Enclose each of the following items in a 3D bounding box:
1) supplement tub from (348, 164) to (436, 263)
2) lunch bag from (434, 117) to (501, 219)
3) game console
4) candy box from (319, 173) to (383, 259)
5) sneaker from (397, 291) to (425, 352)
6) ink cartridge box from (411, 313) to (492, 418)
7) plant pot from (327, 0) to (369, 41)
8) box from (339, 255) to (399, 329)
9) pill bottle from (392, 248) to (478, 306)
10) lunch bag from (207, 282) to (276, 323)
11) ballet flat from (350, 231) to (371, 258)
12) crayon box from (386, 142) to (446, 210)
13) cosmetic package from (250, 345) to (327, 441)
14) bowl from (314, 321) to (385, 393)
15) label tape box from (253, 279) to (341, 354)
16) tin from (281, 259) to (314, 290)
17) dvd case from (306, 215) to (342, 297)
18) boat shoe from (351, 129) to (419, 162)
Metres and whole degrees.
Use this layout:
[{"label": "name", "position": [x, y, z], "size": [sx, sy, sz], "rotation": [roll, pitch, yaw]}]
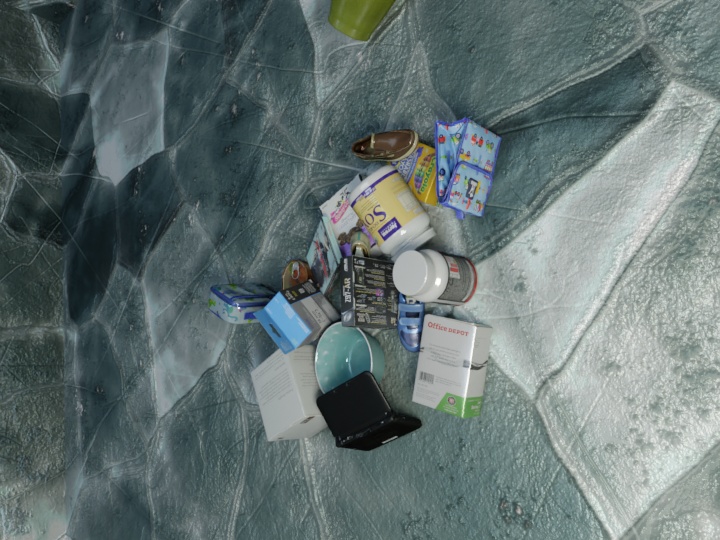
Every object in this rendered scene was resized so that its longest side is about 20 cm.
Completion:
[{"label": "supplement tub", "position": [0.077, -0.132, 1.516], "size": [0.145, 0.145, 0.202], "rotation": [-38, 85, 31]}, {"label": "lunch bag", "position": [0.230, -0.217, 1.416], "size": [0.093, 0.149, 0.205], "rotation": [6, 88, 42]}, {"label": "game console", "position": [0.020, 0.344, 1.530], "size": [0.199, 0.174, 0.119], "rotation": [-34, 51, 34]}, {"label": "candy box", "position": [-0.008, -0.122, 1.675], "size": [0.167, 0.071, 0.204], "rotation": [-35, 63, 34]}, {"label": "sneaker", "position": [0.121, 0.092, 1.509], "size": [0.072, 0.082, 0.206], "rotation": [-2, 83, 7]}, {"label": "ink cartridge box", "position": [0.206, 0.211, 1.423], "size": [0.144, 0.083, 0.205], "rotation": [10, 91, 42]}, {"label": "plant pot", "position": [0.003, -0.733, 1.687], "size": [0.202, 0.197, 0.195], "rotation": [55, 131, 32]}, {"label": "box", "position": [0.033, 0.057, 1.527], "size": [0.043, 0.198, 0.165], "rotation": [-10, 78, 40]}, {"label": "pill bottle", "position": [0.168, 0.015, 1.408], "size": [0.114, 0.198, 0.119], "rotation": [-7, 79, 40]}, {"label": "lunch bag", "position": [-0.333, 0.097, 1.859], "size": [0.159, 0.197, 0.084], "rotation": [28, 110, 42]}, {"label": "ballet flat", "position": [0.000, 0.000, 1.594], "size": [0.066, 0.063, 0.204], "rotation": [-4, 122, 8]}, {"label": "crayon box", "position": [0.149, -0.245, 1.562], "size": [0.199, 0.051, 0.128], "rotation": [32, 106, 40]}, {"label": "cosmetic package", "position": [-0.167, 0.327, 1.696], "size": [0.164, 0.163, 0.204], "rotation": [-37, 60, 33]}, {"label": "bowl", "position": [-0.013, 0.235, 1.608], "size": [0.198, 0.104, 0.206], "rotation": [-8, 78, 42]}, {"label": "label tape box", "position": [-0.163, 0.119, 1.674], "size": [0.145, 0.198, 0.064], "rotation": [48, 126, 15]}, {"label": "tin", "position": [-0.182, 0.072, 1.832], "size": [0.110, 0.041, 0.206], "rotation": [-4, 81, 38]}, {"label": "dvd case", "position": [-0.099, -0.031, 1.722], "size": [0.201, 0.022, 0.149], "rotation": [121, 135, -54]}, {"label": "boat shoe", "position": [0.054, -0.310, 1.575], "size": [0.200, 0.074, 0.077], "rotation": [-7, 76, 48]}]
